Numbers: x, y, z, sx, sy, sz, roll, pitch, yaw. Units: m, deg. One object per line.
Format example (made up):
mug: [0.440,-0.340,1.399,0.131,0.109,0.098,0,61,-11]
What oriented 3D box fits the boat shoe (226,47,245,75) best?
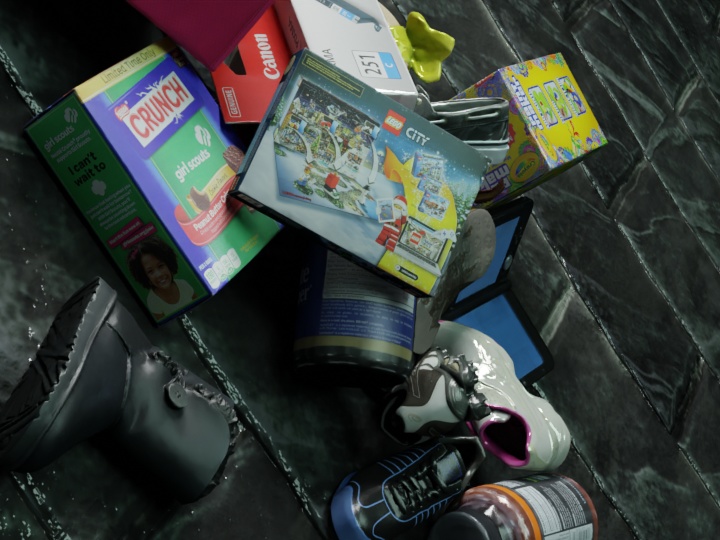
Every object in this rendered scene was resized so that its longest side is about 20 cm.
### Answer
boat shoe: [-0.095,-0.225,1.458,0.074,0.093,0.202,28,72,-15]

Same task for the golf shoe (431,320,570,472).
golf shoe: [0.125,0.125,1.454,0.200,0.076,0.091,43,22,20]

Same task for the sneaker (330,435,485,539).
sneaker: [0.047,0.196,1.323,0.071,0.077,0.200,62,30,1]

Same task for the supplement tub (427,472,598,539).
supplement tub: [0.144,0.257,1.394,0.199,0.106,0.108,1,64,-55]

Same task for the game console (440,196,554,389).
game console: [0.164,0.031,1.590,0.116,0.177,0.200,28,23,20]

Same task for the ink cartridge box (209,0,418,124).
ink cartridge box: [-0.057,-0.211,1.338,0.174,0.045,0.201,0,44,-20]

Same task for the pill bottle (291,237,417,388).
pill bottle: [0.000,0.000,1.324,0.111,0.111,0.202,22,67,-47]

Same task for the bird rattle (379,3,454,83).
bird rattle: [0.003,-0.270,1.616,0.200,0.112,0.164,46,50,-19]

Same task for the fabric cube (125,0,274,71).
fabric cube: [-0.164,-0.337,1.259,0.199,0.197,0.200,35,10,-37]

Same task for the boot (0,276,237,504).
boot: [-0.171,0.117,1.063,0.168,0.076,0.201,45,28,-19]

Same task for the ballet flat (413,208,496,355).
ballet flat: [0.078,0.010,1.440,0.068,0.046,0.201,54,50,-26]

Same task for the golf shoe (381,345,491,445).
golf shoe: [0.056,0.121,1.369,0.200,0.094,0.078,131,-65,-81]

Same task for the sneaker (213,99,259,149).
sneaker: [-0.088,-0.156,1.366,0.198,0.081,0.075,-19,62,-29]

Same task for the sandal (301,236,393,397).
sandal: [0.002,0.024,1.422,0.075,0.048,0.202,-15,79,-58]

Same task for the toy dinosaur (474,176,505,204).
toy dinosaur: [0.019,-0.115,1.471,0.198,0.105,0.183,-9,58,-17]

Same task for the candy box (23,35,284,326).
candy box: [-0.167,-0.081,1.228,0.201,0.077,0.169,55,32,-9]

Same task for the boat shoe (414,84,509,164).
boat shoe: [0.050,-0.143,1.376,0.198,0.072,0.072,-1,19,-21]

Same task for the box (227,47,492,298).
box: [0.002,-0.081,1.246,0.199,0.038,0.138,29,78,-18]

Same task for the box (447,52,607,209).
box: [0.139,-0.133,1.603,0.123,0.199,0.192,62,30,1]
